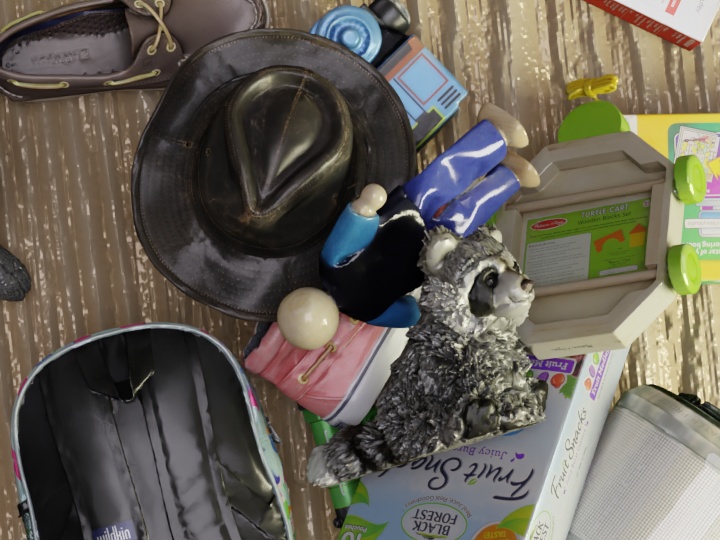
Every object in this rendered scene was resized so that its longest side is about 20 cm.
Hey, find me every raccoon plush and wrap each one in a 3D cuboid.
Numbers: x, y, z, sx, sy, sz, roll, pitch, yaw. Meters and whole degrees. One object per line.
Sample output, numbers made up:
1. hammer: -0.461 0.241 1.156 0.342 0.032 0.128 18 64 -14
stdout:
1. raccoon plush: 0.029 0.052 1.488 0.200 0.097 0.134 -19 84 21

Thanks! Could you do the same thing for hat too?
1. hat: -0.051 -0.069 1.504 0.201 0.081 0.201 1 79 -8

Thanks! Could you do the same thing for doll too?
1. doll: 0.029 -0.016 1.501 0.200 0.136 0.048 -40 48 -18

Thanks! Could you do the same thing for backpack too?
1. backpack: -0.139 0.134 1.554 0.177 0.151 0.200 -16 92 -2

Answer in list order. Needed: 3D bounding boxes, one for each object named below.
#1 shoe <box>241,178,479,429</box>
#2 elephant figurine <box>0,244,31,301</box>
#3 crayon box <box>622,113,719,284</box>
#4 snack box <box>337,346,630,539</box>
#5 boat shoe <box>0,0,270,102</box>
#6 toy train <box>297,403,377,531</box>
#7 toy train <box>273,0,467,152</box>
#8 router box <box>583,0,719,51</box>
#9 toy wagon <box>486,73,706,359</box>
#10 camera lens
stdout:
1. shoe: 0.000 0.000 1.570 0.091 0.071 0.200 31 79 -15
2. elephant figurine: -0.296 -0.077 1.552 0.200 0.155 0.142 48 121 12
3. crayon box: 0.245 -0.049 1.629 0.200 0.058 0.119 -1 88 -3
4. snack box: 0.082 0.116 1.551 0.142 0.053 0.200 4 63 37
5. boat shoe: -0.159 -0.159 1.611 0.200 0.060 0.072 -11 88 -3
6. toy train: -0.014 0.092 1.611 0.056 0.042 0.200 -15 88 -27
7. toy train: -0.025 -0.095 1.605 0.200 0.087 0.114 -44 95 -4
8. router box: 0.197 -0.282 1.641 0.179 0.049 0.200 26 87 -2
9. toy wagon: 0.152 -0.038 1.546 0.155 0.040 0.200 -9 56 28
10. camera lens: 0.196 0.189 1.565 0.160 0.160 0.200 37 86 -1
